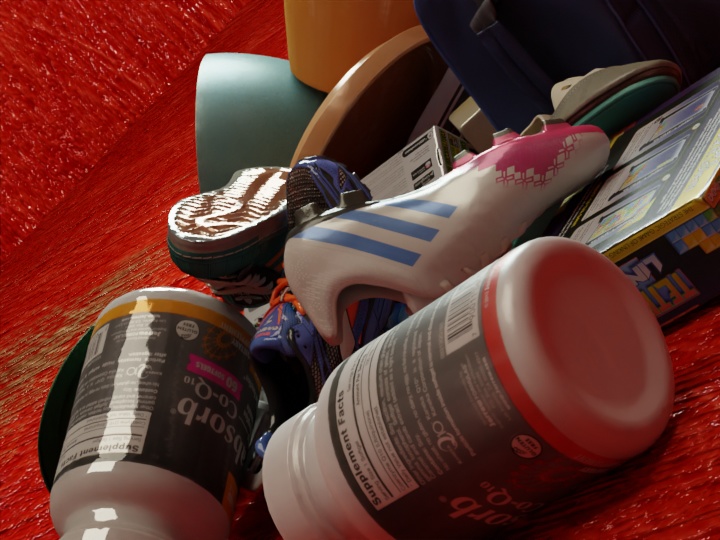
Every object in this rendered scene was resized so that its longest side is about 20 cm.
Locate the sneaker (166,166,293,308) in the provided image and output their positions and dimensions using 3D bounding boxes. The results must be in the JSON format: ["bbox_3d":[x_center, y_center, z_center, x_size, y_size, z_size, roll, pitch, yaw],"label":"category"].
[{"bbox_3d":[-0.068,-0.010,1.698,0.071,0.080,0.200,5,13,15],"label":"sneaker"}]

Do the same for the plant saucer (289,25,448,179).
[{"bbox_3d":[0.008,-0.090,1.974,0.200,0.032,0.201,-42,-27,-27],"label":"plant saucer"}]

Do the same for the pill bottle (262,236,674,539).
[{"bbox_3d":[0.049,0.075,1.362,0.200,0.116,0.116,-34,14,38],"label":"pill bottle"}]

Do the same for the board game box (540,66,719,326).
[{"bbox_3d":[0.174,-0.037,1.505,0.165,0.057,0.200,-31,15,40],"label":"board game box"}]

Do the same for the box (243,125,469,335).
[{"bbox_3d":[0.000,0.000,1.869,0.200,0.035,0.111,-35,48,32],"label":"box"}]

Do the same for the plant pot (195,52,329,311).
[{"bbox_3d":[-0.043,-0.074,2.118,0.134,0.201,0.200,-6,18,6],"label":"plant pot"}]

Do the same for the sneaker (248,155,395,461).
[{"bbox_3d":[-0.026,0.029,1.607,0.078,0.201,0.075,4,-14,-33],"label":"sneaker"}]

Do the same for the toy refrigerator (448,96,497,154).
[{"bbox_3d":[0.160,-0.141,1.882,0.200,0.076,0.070,-43,11,3],"label":"toy refrigerator"}]

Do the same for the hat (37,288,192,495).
[{"bbox_3d":[-0.106,0.134,1.804,0.176,0.165,0.201,31,101,48],"label":"hat"}]

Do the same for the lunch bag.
[{"bbox_3d":[0.131,-0.159,1.732,0.136,0.200,0.133,-26,21,38],"label":"lunch bag"}]

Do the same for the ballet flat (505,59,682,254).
[{"bbox_3d":[0.127,-0.081,1.669,0.067,0.064,0.200,0,-35,-29],"label":"ballet flat"}]

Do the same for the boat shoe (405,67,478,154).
[{"bbox_3d":[0.089,-0.103,1.981,0.073,0.068,0.200,-8,-48,-56],"label":"boat shoe"}]

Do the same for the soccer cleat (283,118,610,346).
[{"bbox_3d":[0.055,-0.017,1.553,0.199,0.087,0.070,-21,-18,7],"label":"soccer cleat"}]

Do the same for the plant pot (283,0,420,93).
[{"bbox_3d":[0.020,-0.230,2.051,0.200,0.199,0.184,-75,-7,-70],"label":"plant pot"}]

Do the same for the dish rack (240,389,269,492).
[{"bbox_3d":[-0.029,0.047,1.747,0.172,0.043,0.201,-178,107,-79],"label":"dish rack"}]

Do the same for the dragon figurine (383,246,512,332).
[{"bbox_3d":[0.052,0.032,1.653,0.099,0.059,0.200,-37,12,25],"label":"dragon figurine"}]

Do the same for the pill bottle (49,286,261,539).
[{"bbox_3d":[-0.129,0.120,1.698,0.116,0.116,0.201,-32,37,42],"label":"pill bottle"}]
